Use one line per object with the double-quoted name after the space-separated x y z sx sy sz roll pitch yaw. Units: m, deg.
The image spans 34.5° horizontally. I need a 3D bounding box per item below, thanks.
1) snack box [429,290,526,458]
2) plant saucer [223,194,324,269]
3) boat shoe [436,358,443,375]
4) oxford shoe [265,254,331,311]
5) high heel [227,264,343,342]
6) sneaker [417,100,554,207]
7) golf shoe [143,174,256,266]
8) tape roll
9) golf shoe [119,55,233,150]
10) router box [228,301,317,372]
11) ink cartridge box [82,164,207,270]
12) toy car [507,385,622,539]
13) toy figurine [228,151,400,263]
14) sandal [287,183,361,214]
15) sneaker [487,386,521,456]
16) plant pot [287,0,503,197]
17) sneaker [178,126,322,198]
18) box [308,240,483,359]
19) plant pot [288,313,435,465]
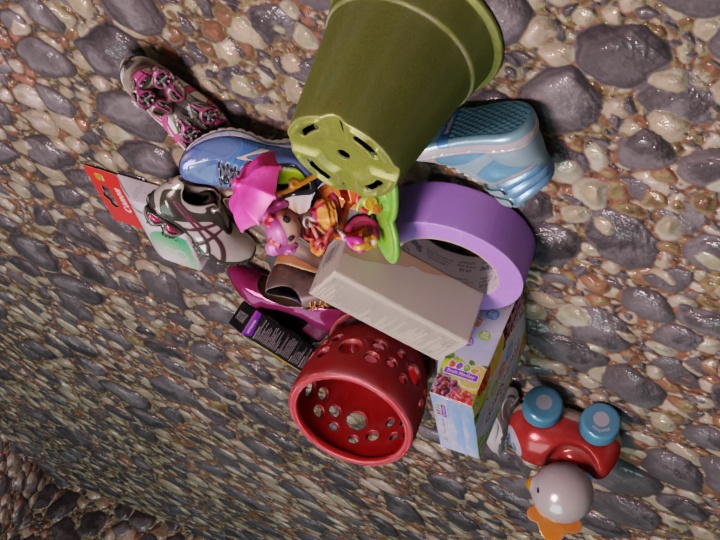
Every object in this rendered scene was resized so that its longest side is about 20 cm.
0.166 0.131 1.594 0.067 0.200 0.169 18 151 20 "snack box"
-0.105 -0.058 1.657 0.200 0.032 0.200 31 170 6 "plant saucer"
0.148 0.136 1.768 0.065 0.074 0.200 -1 163 3 "boat shoe"
-0.052 0.038 1.778 0.199 0.073 0.071 16 151 23 "oxford shoe"
-0.115 0.032 1.866 0.200 0.068 0.096 32 134 -10 "high heel"
0.128 -0.122 1.318 0.200 0.080 0.131 5 144 40 "sneaker"
-0.227 -0.072 1.746 0.200 0.077 0.088 27 127 -35 "golf shoe"
0.120 -0.029 1.485 0.199 0.066 0.200 16 153 8 "tape roll"
-0.236 -0.214 1.529 0.200 0.073 0.092 46 180 -41 "golf shoe"
-0.139 0.117 1.957 0.149 0.051 0.200 34 175 -11 "router box"
-0.352 -0.086 1.876 0.199 0.050 0.161 15 151 20 "ink cartridge box"
0.298 0.314 1.787 0.176 0.200 0.185 16 152 10 "toy car"
-0.062 -0.079 1.370 0.150 0.183 0.201 -139 34 -65 "toy figurine"
-0.048 -0.096 1.551 0.206 0.059 0.079 16 150 22 "sandal"
0.215 0.229 1.888 0.080 0.076 0.200 27 151 28 "sneaker"
0.020 -0.184 1.184 0.199 0.190 0.200 22 152 12 "plant pot"
-0.140 -0.130 1.489 0.199 0.089 0.079 1 129 11 "sneaker"
0.047 0.030 1.487 0.200 0.078 0.095 29 153 -14 "box"
0.010 0.171 1.792 0.200 0.183 0.201 11 131 13 "plant pot"
